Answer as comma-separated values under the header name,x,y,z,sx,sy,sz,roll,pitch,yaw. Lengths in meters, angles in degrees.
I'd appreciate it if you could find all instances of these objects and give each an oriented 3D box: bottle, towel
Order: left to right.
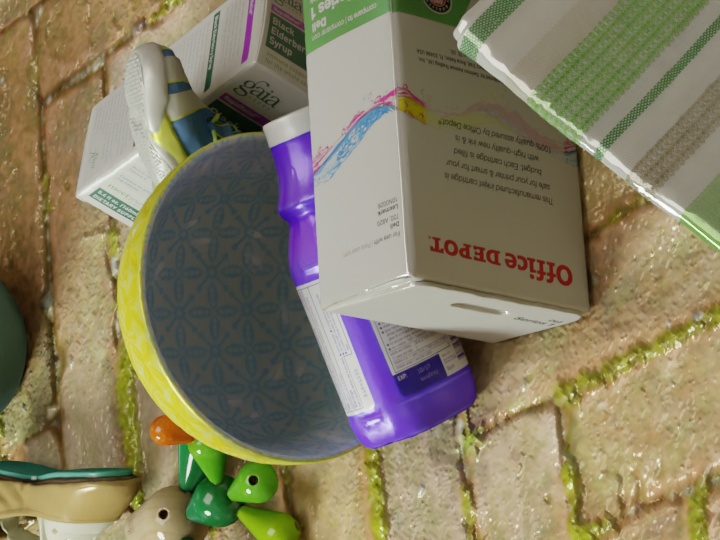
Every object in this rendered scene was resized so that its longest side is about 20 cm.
name,x,y,z,sx,sy,sz,roll,pitch,yaw
bottle,0.000,0.000,1.479,0.065,0.083,0.201,-21,93,40
towel,0.166,-0.109,1.302,0.200,0.031,0.149,41,78,20

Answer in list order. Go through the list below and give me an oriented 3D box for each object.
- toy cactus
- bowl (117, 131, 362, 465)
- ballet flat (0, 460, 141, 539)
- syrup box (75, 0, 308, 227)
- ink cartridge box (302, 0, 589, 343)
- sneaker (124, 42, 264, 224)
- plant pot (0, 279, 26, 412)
name,x,y,z,sx,sy,sz,roll,pitch,yaw
toy cactus,-0.109,0.158,1.627,0.165,0.102,0.202,-27,69,54
bowl,-0.073,0.026,1.530,0.107,0.199,0.202,-21,66,53
ballet flat,-0.209,0.167,1.756,0.199,0.068,0.064,-4,87,58
syrup box,-0.096,-0.104,1.657,0.200,0.078,0.082,-31,41,41
ink cartridge box,0.048,-0.069,1.442,0.084,0.144,0.202,-21,66,45
sneaker,-0.084,-0.068,1.590,0.076,0.104,0.201,-117,13,-48
plant pot,-0.327,0.055,1.858,0.199,0.134,0.202,-15,69,46
